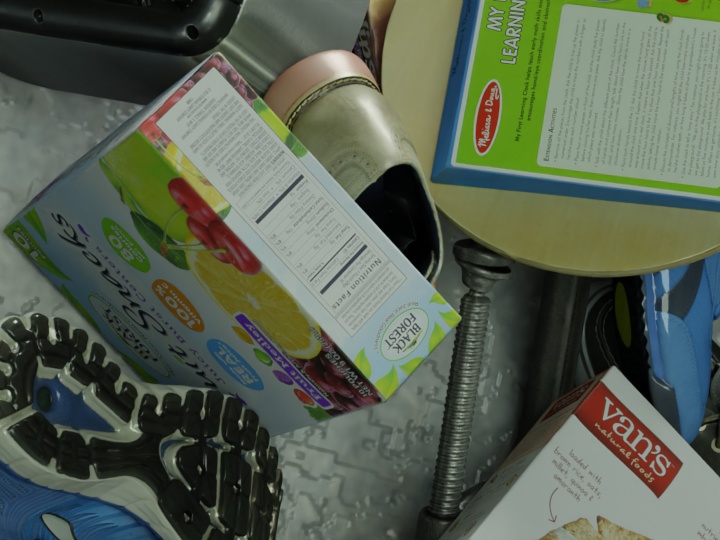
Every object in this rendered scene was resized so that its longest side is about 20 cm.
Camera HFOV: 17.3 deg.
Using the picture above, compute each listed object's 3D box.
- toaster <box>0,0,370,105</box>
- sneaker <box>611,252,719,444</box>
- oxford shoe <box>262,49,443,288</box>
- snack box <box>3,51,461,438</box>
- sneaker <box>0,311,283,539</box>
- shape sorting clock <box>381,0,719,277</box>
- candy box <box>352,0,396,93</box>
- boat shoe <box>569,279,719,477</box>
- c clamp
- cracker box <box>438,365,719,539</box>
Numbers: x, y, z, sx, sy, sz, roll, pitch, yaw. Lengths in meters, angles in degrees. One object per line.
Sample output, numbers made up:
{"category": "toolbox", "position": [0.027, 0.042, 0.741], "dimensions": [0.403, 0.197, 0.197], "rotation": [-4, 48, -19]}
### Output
{"category": "toaster", "position": [-0.079, -0.168, 0.993], "dimensions": [0.199, 0.119, 0.182], "rotation": [10, 79, 28]}
{"category": "sneaker", "position": [0.150, -0.020, 1.057], "dimensions": [0.078, 0.066, 0.201], "rotation": [-4, 87, -8]}
{"category": "oxford shoe", "position": [0.000, 0.000, 1.007], "dimensions": [0.071, 0.200, 0.074], "rotation": [-29, 53, -12]}
{"category": "snack box", "position": [-0.059, 0.001, 0.974], "dimensions": [0.142, 0.200, 0.053], "rotation": [49, 67, -8]}
{"category": "sneaker", "position": [-0.108, 0.079, 0.959], "dimensions": [0.200, 0.089, 0.079], "rotation": [38, 52, -41]}
{"category": "shape sorting clock", "position": [0.107, -0.088, 1.010], "dimensions": [0.199, 0.039, 0.201], "rotation": [-2, 66, 4]}
{"category": "candy box", "position": [0.093, -0.094, 1.108], "dimensions": [0.199, 0.056, 0.117], "rotation": [-7, 89, -17]}
{"category": "boat shoe", "position": [0.176, 0.082, 1.119], "dimensions": [0.069, 0.057, 0.200], "rotation": [-44, 99, -16]}
{"category": "c clamp", "position": [0.058, 0.055, 1.039], "dimensions": [0.171, 0.027, 0.201], "rotation": [-4, 108, -57]}
{"category": "cracker box", "position": [0.088, 0.155, 0.991], "dimensions": [0.134, 0.058, 0.200], "rotation": [46, 55, -3]}
